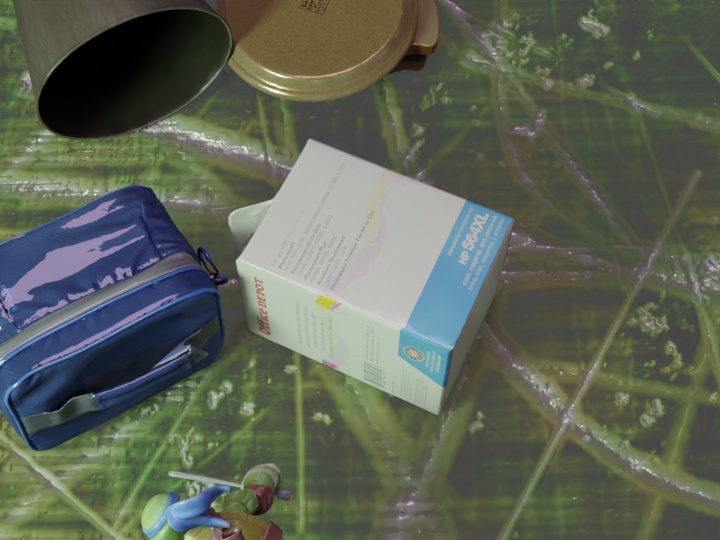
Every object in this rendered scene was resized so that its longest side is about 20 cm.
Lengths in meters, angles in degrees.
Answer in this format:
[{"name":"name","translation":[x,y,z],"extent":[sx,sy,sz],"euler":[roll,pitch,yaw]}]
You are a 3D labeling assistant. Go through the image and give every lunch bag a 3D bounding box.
[{"name":"lunch bag","translation":[-0.194,0.041,0.935],"extent":[0.200,0.136,0.133],"euler":[-27,66,-16]}]

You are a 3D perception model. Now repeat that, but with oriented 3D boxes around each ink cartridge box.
[{"name":"ink cartridge box","translation":[0.000,0.000,0.962],"extent":[0.199,0.129,0.125],"euler":[23,64,11]}]

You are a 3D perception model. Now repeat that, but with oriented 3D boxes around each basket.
[{"name":"basket","translation":[-0.234,-0.241,1.089],"extent":[0.180,0.136,0.200],"euler":[-26,62,-8]}]

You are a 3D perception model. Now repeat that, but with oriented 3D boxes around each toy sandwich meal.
[{"name":"toy sandwich meal","translation":[-0.032,-0.226,1.120],"extent":[0.204,0.070,0.206],"euler":[-1,65,3]}]

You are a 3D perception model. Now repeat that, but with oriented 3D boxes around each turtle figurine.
[{"name":"turtle figurine","translation":[-0.076,0.221,0.877],"extent":[0.194,0.200,0.144],"euler":[33,42,-6]}]
